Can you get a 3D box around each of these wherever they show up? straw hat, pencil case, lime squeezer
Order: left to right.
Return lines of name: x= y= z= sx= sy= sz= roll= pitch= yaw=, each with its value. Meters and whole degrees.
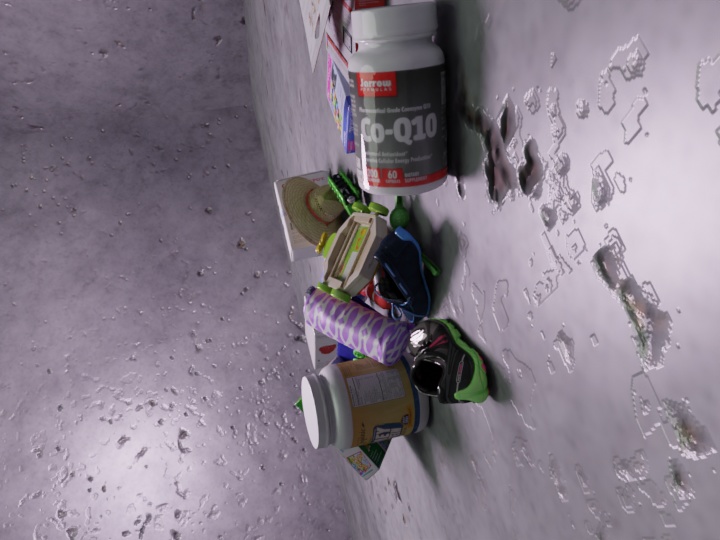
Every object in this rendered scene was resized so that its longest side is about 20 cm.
straw hat: x=-0.080 y=-0.157 z=1.334 sx=0.085 sy=0.200 sz=0.203 roll=-29 pitch=66 yaw=33
pencil case: x=-0.008 y=0.093 z=1.012 sx=0.199 sy=0.085 sz=0.084 roll=26 pitch=143 yaw=29
lime squeezer: x=0.068 y=-0.070 z=0.866 sx=0.071 sy=0.037 sz=0.202 roll=105 pitch=153 yaw=-64

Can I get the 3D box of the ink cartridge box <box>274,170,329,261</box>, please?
ink cartridge box: x=-0.130 y=-0.140 z=1.473 sx=0.088 sy=0.144 sz=0.202 roll=103 pitch=152 yaw=-70

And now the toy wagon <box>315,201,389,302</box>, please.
toy wagon: x=-0.020 y=-0.033 z=0.928 sx=0.157 sy=0.039 sz=0.200 roll=-66 pitch=23 yaw=-3

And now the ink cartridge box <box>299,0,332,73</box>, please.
ink cartridge box: x=-0.058 y=-0.431 z=0.877 sx=0.200 sy=0.043 sz=0.176 roll=145 pitch=114 yaw=-76

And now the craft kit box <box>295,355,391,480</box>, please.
craft kit box: x=-0.020 y=0.287 z=1.154 sx=0.197 sy=0.049 sz=0.200 roll=44 pitch=-161 yaw=2

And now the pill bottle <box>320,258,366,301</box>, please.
pill bottle: x=-0.029 y=0.020 z=1.223 sx=0.200 sy=0.111 sz=0.113 roll=110 pitch=147 yaw=-67

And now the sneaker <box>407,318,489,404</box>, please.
sneaker: x=0.099 y=0.119 z=0.773 sx=0.200 sy=0.083 sz=0.078 roll=-143 pitch=44 yaw=-72

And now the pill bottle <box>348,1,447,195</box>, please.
pill bottle: x=0.044 y=-0.200 z=0.673 sx=0.114 sy=0.113 sz=0.202 roll=-125 pitch=26 yaw=-63

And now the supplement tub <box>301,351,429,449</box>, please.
supplement tub: x=0.006 y=0.229 z=1.008 sx=0.145 sy=0.198 sz=0.147 roll=172 pitch=90 yaw=-74

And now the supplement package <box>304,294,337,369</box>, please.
supplement package: x=-0.079 y=0.156 z=1.523 sx=0.201 sy=0.120 sz=0.121 roll=95 pitch=160 yaw=-55

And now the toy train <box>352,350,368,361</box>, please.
toy train: x=0.016 y=0.168 z=1.118 sx=0.201 sy=0.056 sz=0.042 roll=94 pitch=-161 yaw=-47

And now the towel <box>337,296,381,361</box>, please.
towel: x=0.017 y=0.145 z=1.173 sx=0.147 sy=0.050 sz=0.201 roll=30 pitch=144 yaw=22

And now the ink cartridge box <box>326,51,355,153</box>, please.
ink cartridge box: x=-0.025 y=-0.313 z=1.085 sx=0.120 sy=0.041 sz=0.202 roll=97 pitch=157 yaw=-57

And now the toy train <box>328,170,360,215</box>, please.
toy train: x=-0.031 y=-0.162 z=1.209 sx=0.200 sy=0.041 sz=0.057 roll=-118 pitch=3 yaw=-66

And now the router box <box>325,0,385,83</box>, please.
router box: x=-0.013 y=-0.409 z=0.913 sx=0.201 sy=0.048 sz=0.181 roll=-113 pitch=17 yaw=-46

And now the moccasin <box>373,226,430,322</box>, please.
moccasin: x=0.052 y=0.016 z=0.846 sx=0.080 sy=0.068 sz=0.201 roll=41 pitch=161 yaw=39

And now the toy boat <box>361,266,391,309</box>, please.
toy boat: x=0.000 y=0.000 z=1.021 sx=0.200 sy=0.129 sz=0.132 roll=-148 pitch=49 yaw=-74
